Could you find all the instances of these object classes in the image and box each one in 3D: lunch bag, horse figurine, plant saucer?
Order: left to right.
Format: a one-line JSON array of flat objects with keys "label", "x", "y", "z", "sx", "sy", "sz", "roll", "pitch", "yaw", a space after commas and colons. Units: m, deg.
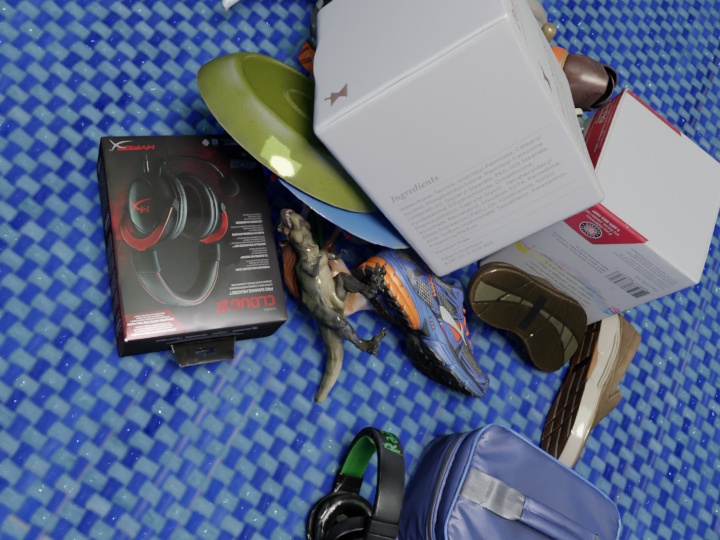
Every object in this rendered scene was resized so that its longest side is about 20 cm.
[{"label": "plant saucer", "x": -0.050, "y": -0.131, "z": 0.648, "sx": 0.197, "sy": 0.031, "sz": 0.202, "roll": 32, "pitch": 25, "yaw": -17}, {"label": "horse figurine", "x": 0.000, "y": 0.000, "z": 0.735, "sx": 0.195, "sy": 0.050, "sz": 0.137, "roll": -2, "pitch": 102, "yaw": -30}, {"label": "lunch bag", "x": 0.144, "y": 0.244, "z": 0.686, "sx": 0.197, "sy": 0.132, "sz": 0.138, "roll": 32, "pitch": 65, "yaw": -9}]

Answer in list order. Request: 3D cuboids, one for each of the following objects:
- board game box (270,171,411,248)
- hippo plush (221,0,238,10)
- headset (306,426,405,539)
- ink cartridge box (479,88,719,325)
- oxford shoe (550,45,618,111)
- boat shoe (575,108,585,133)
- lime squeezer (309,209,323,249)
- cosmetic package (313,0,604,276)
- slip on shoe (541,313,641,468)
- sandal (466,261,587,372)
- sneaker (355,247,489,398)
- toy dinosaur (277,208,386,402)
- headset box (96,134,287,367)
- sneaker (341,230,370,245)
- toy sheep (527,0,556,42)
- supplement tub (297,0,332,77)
[{"label": "board game box", "x": -0.032, "y": -0.077, "z": 0.670, "sx": 0.156, "sy": 0.039, "sz": 0.202, "roll": 21, "pitch": 31, "yaw": -35}, {"label": "hippo plush", "x": -0.028, "y": -0.347, "z": 0.777, "sx": 0.158, "sy": 0.159, "sz": 0.204, "roll": 26, "pitch": 46, "yaw": -25}, {"label": "headset", "x": -0.020, "y": 0.235, "z": 0.635, "sx": 0.092, "sy": 0.123, "sz": 0.205, "roll": 16, "pitch": 89, "yaw": -15}, {"label": "ink cartridge box", "x": 0.249, "y": -0.053, "z": 0.780, "sx": 0.144, "sy": 0.200, "sz": 0.147, "roll": 33, "pitch": 63, "yaw": -10}, {"label": "oxford shoe", "x": 0.235, "y": -0.191, "z": 0.787, "sx": 0.071, "sy": 0.199, "sz": 0.073, "roll": 18, "pitch": 107, "yaw": 17}, {"label": "boat shoe", "x": 0.158, "y": -0.088, "z": 0.769, "sx": 0.063, "sy": 0.198, "sz": 0.072, "roll": 59, "pitch": 24, "yaw": 13}, {"label": "lime squeezer", "x": -0.063, "y": -0.104, "z": 0.743, "sx": 0.071, "sy": 0.037, "sz": 0.204, "roll": -61, "pitch": 131, "yaw": -65}, {"label": "cosmetic package", "x": 0.080, "y": -0.140, "z": 0.615, "sx": 0.200, "sy": 0.164, "sz": 0.170, "roll": 44, "pitch": 32, "yaw": -40}, {"label": "slip on shoe", "x": 0.254, "y": 0.133, "z": 0.799, "sx": 0.060, "sy": 0.076, "sz": 0.202, "roll": 30, "pitch": 58, "yaw": -3}, {"label": "sandal", "x": 0.172, "y": 0.042, "z": 0.774, "sx": 0.198, "sy": 0.055, "sz": 0.082, "roll": 28, "pitch": 105, "yaw": -36}, {"label": "sneaker", "x": 0.079, "y": 0.048, "z": 0.721, "sx": 0.079, "sy": 0.075, "sz": 0.202, "roll": -45, "pitch": 120, "yaw": -18}, {"label": "toy dinosaur", "x": -0.019, "y": 0.034, "z": 0.664, "sx": 0.047, "sy": 0.086, "sz": 0.205, "roll": -44, "pitch": 130, "yaw": -53}, {"label": "headset box", "x": -0.155, "y": -0.015, "z": 0.674, "sx": 0.145, "sy": 0.075, "sz": 0.206, "roll": -5, "pitch": 76, "yaw": -24}, {"label": "sneaker", "x": 0.036, "y": -0.124, "z": 0.777, "sx": 0.074, "sy": 0.084, "sz": 0.204, "roll": 28, "pitch": 68, "yaw": -12}, {"label": "toy sheep", "x": 0.138, "y": -0.253, "z": 0.784, "sx": 0.134, "sy": 0.138, "sz": 0.205, "roll": 9, "pitch": 59, "yaw": -19}, {"label": "supplement tub", "x": 0.031, "y": -0.263, "z": 0.718, "sx": 0.122, "sy": 0.123, "sz": 0.201, "roll": 37, "pitch": 108, "yaw": -7}]
